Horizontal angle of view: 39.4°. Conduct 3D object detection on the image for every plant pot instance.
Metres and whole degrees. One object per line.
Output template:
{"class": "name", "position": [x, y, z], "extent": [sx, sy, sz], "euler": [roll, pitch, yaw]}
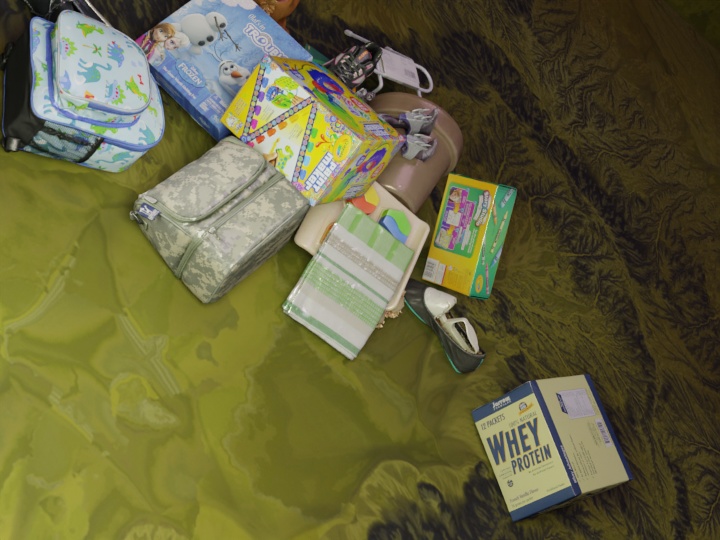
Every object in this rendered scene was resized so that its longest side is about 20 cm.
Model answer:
{"class": "plant pot", "position": [0.065, -0.183, 1.776], "extent": [0.200, 0.200, 0.175], "euler": [35, 59, -25]}

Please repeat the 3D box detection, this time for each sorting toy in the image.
{"class": "sorting toy", "position": [0.010, -0.061, 1.605], "extent": [0.200, 0.036, 0.186], "euler": [36, 58, -18]}

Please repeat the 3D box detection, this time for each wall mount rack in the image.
{"class": "wall mount rack", "position": [0.050, -0.411, 2.012], "extent": [0.199, 0.074, 0.175], "euler": [12, 57, -43]}

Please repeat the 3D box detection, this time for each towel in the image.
{"class": "towel", "position": [-0.017, 0.016, 1.544], "extent": [0.149, 0.031, 0.201], "euler": [37, 74, -25]}

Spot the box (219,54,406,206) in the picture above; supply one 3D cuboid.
{"class": "box", "position": [-0.066, -0.208, 1.494], "extent": [0.193, 0.122, 0.200], "euler": [43, 20, 10]}

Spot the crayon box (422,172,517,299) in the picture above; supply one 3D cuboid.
{"class": "crayon box", "position": [0.191, -0.062, 1.767], "extent": [0.058, 0.118, 0.201], "euler": [8, 98, -44]}

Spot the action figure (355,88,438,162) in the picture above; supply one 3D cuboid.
{"class": "action figure", "position": [0.027, -0.237, 1.653], "extent": [0.199, 0.069, 0.131], "euler": [5, 63, -18]}

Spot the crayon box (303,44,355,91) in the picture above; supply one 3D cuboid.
{"class": "crayon box", "position": [-0.074, -0.290, 1.770], "extent": [0.118, 0.058, 0.201], "euler": [31, 42, -29]}

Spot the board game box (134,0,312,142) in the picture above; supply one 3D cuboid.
{"class": "board game box", "position": [-0.212, -0.329, 1.547], "extent": [0.200, 0.043, 0.199], "euler": [44, 68, 10]}

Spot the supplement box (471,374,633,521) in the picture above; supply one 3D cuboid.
{"class": "supplement box", "position": [0.327, 0.297, 1.710], "extent": [0.199, 0.134, 0.201], "euler": [2, 61, -48]}

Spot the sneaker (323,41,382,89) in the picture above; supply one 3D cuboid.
{"class": "sneaker", "position": [-0.024, -0.350, 1.737], "extent": [0.080, 0.086, 0.200], "euler": [45, 38, -10]}

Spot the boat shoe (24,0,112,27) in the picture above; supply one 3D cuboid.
{"class": "boat shoe", "position": [-0.429, -0.371, 1.435], "extent": [0.200, 0.074, 0.062], "euler": [44, 31, -23]}

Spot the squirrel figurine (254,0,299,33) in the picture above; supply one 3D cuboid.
{"class": "squirrel figurine", "position": [-0.157, -0.481, 1.729], "extent": [0.142, 0.186, 0.200], "euler": [51, 36, -5]}

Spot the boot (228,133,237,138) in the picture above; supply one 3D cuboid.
{"class": "boot", "position": [-0.202, -0.245, 1.593], "extent": [0.203, 0.073, 0.155], "euler": [26, 48, -32]}

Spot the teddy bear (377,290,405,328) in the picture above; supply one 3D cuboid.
{"class": "teddy bear", "position": [0.000, 0.000, 1.643], "extent": [0.200, 0.067, 0.145], "euler": [49, 53, -12]}

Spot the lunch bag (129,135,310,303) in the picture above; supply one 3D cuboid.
{"class": "lunch bag", "position": [-0.196, -0.077, 1.389], "extent": [0.168, 0.139, 0.200], "euler": [45, 57, 5]}

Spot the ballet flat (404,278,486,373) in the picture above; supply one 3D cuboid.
{"class": "ballet flat", "position": [0.149, 0.084, 1.733], "extent": [0.200, 0.068, 0.068], "euler": [53, 37, -3]}

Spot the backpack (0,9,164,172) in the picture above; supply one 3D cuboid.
{"class": "backpack", "position": [-0.359, -0.232, 1.343], "extent": [0.199, 0.147, 0.184], "euler": [18, 52, -43]}
